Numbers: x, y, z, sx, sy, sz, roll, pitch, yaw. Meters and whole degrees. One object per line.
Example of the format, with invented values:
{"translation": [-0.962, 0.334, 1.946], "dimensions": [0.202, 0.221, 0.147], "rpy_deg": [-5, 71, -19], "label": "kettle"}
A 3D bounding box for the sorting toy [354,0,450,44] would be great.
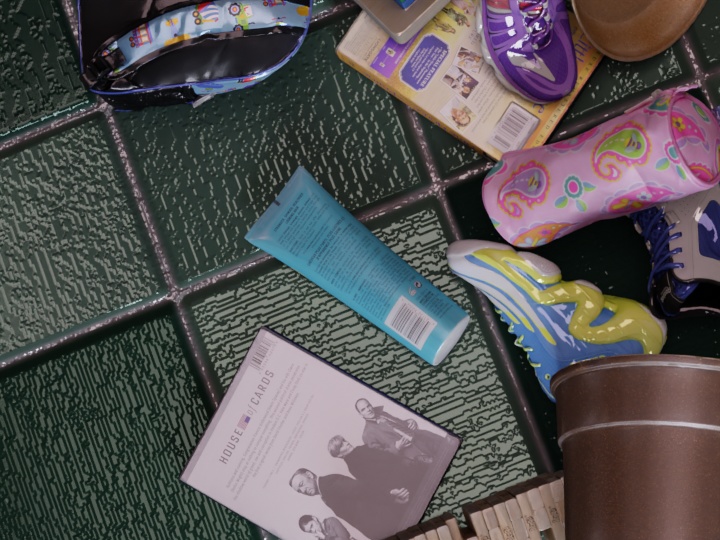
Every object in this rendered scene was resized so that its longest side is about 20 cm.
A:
{"translation": [0.037, -0.336, 1.419], "dimensions": [0.200, 0.070, 0.199], "rpy_deg": [-43, 69, -2], "label": "sorting toy"}

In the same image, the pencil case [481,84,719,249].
{"translation": [0.194, -0.080, 1.320], "dimensions": [0.199, 0.087, 0.089], "rpy_deg": [-21, 80, 40], "label": "pencil case"}

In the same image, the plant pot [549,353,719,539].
{"translation": [0.237, 0.188, 1.280], "dimensions": [0.197, 0.201, 0.201], "rpy_deg": [5, 72, 5], "label": "plant pot"}

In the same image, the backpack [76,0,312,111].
{"translation": [-0.136, -0.231, 1.407], "dimensions": [0.197, 0.135, 0.185], "rpy_deg": [-6, 82, 4], "label": "backpack"}

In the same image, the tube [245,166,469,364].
{"translation": [0.000, 0.000, 1.409], "dimensions": [0.199, 0.050, 0.078], "rpy_deg": [38, 83, 12], "label": "tube"}

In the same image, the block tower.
{"translation": [0.086, 0.226, 1.363], "dimensions": [0.198, 0.054, 0.058], "rpy_deg": [-19, 90, -6], "label": "block tower"}

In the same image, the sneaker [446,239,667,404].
{"translation": [0.152, 0.049, 1.384], "dimensions": [0.198, 0.076, 0.106], "rpy_deg": [22, 86, 5], "label": "sneaker"}

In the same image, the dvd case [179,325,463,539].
{"translation": [-0.033, 0.160, 1.408], "dimensions": [0.198, 0.025, 0.151], "rpy_deg": [29, 86, 7], "label": "dvd case"}

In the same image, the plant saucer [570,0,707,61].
{"translation": [0.232, -0.278, 1.384], "dimensions": [0.035, 0.200, 0.202], "rpy_deg": [27, 84, 45], "label": "plant saucer"}

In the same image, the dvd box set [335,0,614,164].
{"translation": [0.099, -0.193, 1.438], "dimensions": [0.199, 0.029, 0.147], "rpy_deg": [34, 86, 8], "label": "dvd box set"}

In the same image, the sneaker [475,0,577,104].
{"translation": [0.133, -0.225, 1.353], "dimensions": [0.080, 0.083, 0.202], "rpy_deg": [-26, 116, -8], "label": "sneaker"}

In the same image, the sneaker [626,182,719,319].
{"translation": [0.262, -0.029, 1.362], "dimensions": [0.199, 0.081, 0.115], "rpy_deg": [41, 56, 7], "label": "sneaker"}
